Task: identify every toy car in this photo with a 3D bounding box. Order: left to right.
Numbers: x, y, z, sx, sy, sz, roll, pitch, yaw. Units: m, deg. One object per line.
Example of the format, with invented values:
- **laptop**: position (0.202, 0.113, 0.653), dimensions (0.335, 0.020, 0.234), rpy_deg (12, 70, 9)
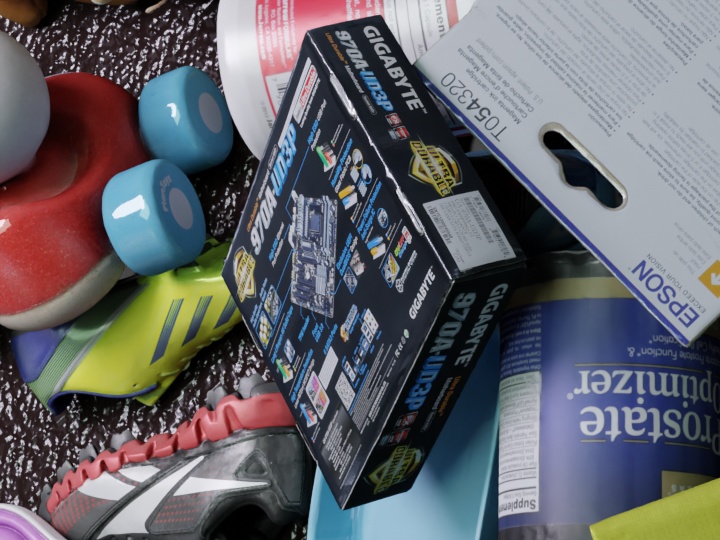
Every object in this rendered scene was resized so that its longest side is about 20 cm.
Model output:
- **toy car**: position (-0.205, -0.085, 1.306), dimensions (0.183, 0.200, 0.178), rpy_deg (-18, 34, 24)

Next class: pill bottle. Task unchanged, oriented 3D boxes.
- **pill bottle**: position (0.033, -0.124, 1.220), dimensions (0.199, 0.112, 0.113), rpy_deg (-10, 74, 19)
- **pill bottle**: position (0.122, 0.096, 1.122), dimensions (0.111, 0.112, 0.202), rpy_deg (-7, 76, 33)

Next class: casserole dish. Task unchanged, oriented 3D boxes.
- **casserole dish**: position (0.034, 0.098, 1.213), dimensions (0.121, 0.039, 0.202), rpy_deg (13, 95, 44)

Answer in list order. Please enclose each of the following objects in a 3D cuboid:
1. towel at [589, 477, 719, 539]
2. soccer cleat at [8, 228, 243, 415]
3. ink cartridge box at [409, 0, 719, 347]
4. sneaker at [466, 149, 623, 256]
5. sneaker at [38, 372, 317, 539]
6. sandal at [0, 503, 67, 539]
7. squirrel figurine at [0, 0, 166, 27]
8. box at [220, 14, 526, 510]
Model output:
- **towel**: position (0.212, 0.123, 1.050), dimensions (0.199, 0.018, 0.087), rpy_deg (-20, 85, 3)
- **soccer cleat**: position (-0.115, 0.033, 1.344), dimensions (0.199, 0.065, 0.084), rpy_deg (-16, 101, 27)
- **ink cartridge box**: position (0.160, -0.094, 1.111), dimensions (0.200, 0.043, 0.196), rpy_deg (-43, 75, -4)
- **sneaker**: position (0.039, -0.036, 1.221), dimensions (0.199, 0.090, 0.079), rpy_deg (-11, 74, 33)
- **sneaker**: position (-0.102, 0.135, 1.294), dimensions (0.200, 0.071, 0.099), rpy_deg (-25, 67, 28)
- **sandal**: position (-0.162, 0.190, 1.265), dimensions (0.202, 0.050, 0.083), rpy_deg (21, 86, 35)
- **squirrel figurine**: position (-0.189, -0.219, 1.348), dimensions (0.186, 0.199, 0.142), rpy_deg (31, 91, 48)
- **box**: position (0.000, 0.000, 1.146), dimensions (0.160, 0.046, 0.201), rpy_deg (61, 148, 29)
